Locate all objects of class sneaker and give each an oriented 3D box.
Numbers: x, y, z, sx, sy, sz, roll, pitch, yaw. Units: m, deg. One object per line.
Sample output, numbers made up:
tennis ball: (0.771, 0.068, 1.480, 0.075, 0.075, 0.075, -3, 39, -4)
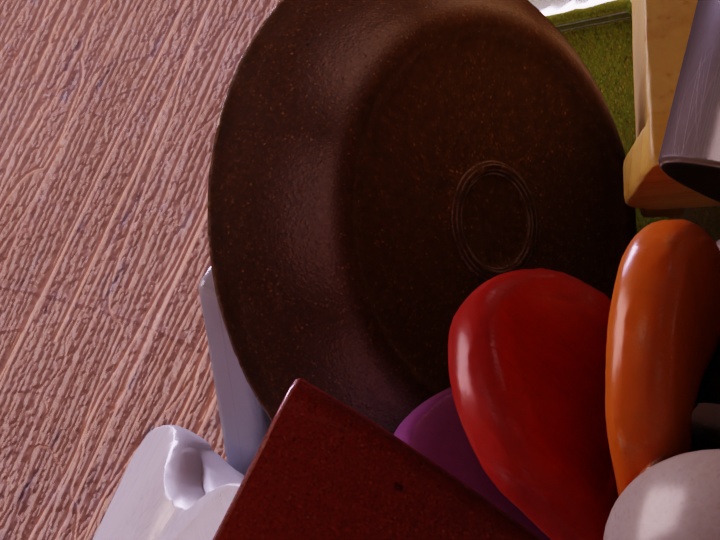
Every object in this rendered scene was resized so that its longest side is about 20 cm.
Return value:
sneaker: (-0.039, 0.110, 0.755, 0.075, 0.088, 0.200, -64, 20, -5)

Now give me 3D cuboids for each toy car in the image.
toy car: (0.083, 0.070, 0.666, 0.175, 0.150, 0.200, -63, -6, -50)

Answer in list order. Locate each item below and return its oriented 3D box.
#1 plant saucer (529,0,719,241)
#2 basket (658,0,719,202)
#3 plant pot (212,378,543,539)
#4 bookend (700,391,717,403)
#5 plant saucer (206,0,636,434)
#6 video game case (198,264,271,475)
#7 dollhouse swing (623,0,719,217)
plant saucer: (0.110, -0.043, 0.908, 0.200, 0.048, 0.201, 0, 99, 65)
basket: (0.158, -0.104, 0.534, 0.180, 0.136, 0.201, -162, 91, -74)
plant pot: (0.013, 0.185, 0.546, 0.200, 0.176, 0.200, 106, -173, -52)
bookend: (0.156, -0.004, 1.045, 0.201, 0.198, 0.092, 69, -158, -3)
plant saucer: (0.036, -0.016, 0.743, 0.037, 0.200, 0.201, -5, 52, 48)
video game case: (0.000, 0.000, 0.826, 0.182, 0.022, 0.200, -56, -21, -29)
dollhouse swing: (0.160, -0.118, 0.715, 0.176, 0.181, 0.201, 27, -119, -67)
